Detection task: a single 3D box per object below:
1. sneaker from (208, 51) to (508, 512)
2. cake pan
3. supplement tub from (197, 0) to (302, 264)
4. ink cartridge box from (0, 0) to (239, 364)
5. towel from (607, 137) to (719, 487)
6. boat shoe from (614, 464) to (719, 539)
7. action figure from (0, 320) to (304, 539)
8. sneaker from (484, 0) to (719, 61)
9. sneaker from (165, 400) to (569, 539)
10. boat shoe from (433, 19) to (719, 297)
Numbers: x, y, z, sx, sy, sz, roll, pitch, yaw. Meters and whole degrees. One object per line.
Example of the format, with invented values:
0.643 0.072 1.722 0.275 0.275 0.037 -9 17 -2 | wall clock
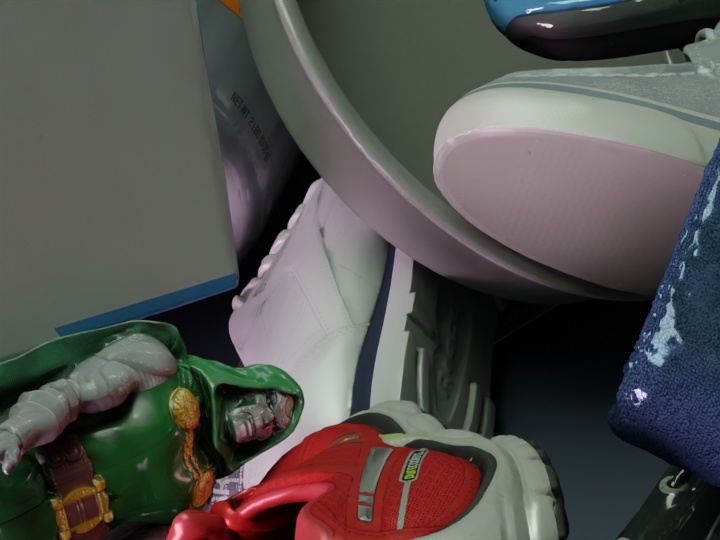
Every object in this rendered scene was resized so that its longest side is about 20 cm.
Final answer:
0.000 0.000 0.892 0.080 0.076 0.200 -15 38 27 | sneaker
0.045 -0.074 0.875 0.037 0.200 0.200 -39 23 45 | cake pan
-0.058 -0.100 0.987 0.122 0.123 0.200 0 47 27 | supplement tub
-0.154 -0.042 0.848 0.128 0.125 0.200 -18 12 -40 | ink cartridge box
0.164 0.034 0.675 0.200 0.049 0.112 25 63 6 | towel
0.103 0.056 0.731 0.057 0.069 0.200 12 54 37 | boat shoe
-0.100 0.068 0.753 0.200 0.118 0.055 -26 32 -28 | action figure
0.129 -0.086 0.869 0.200 0.082 0.073 -13 45 -20 | sneaker
-0.012 0.071 0.728 0.085 0.077 0.200 -4 -6 -17 | sneaker
0.118 -0.034 0.810 0.201 0.070 0.072 10 57 -11 | boat shoe
